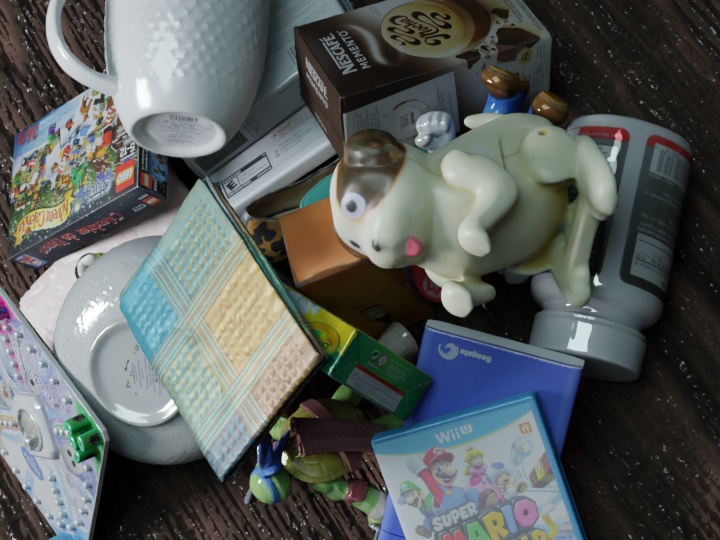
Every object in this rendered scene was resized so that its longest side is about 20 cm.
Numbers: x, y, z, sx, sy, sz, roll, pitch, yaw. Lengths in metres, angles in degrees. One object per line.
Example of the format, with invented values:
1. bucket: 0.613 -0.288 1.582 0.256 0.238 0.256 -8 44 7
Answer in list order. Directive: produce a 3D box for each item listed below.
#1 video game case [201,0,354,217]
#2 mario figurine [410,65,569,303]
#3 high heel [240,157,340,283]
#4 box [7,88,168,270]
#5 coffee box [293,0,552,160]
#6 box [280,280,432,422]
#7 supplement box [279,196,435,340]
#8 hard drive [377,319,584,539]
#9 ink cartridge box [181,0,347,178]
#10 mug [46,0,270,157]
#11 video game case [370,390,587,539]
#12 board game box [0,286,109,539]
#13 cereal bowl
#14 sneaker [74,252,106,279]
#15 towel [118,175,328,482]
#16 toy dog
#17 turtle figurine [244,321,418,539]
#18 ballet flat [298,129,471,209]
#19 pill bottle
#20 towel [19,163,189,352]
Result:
1. video game case: -0.074 -0.162 1.733 0.199 0.023 0.183 -33 52 9
2. mario figurine: 0.098 -0.065 1.557 0.123 0.105 0.202 41 110 56
3. high heel: -0.021 -0.080 1.639 0.071 0.142 0.200 40 90 28
4. box: -0.257 -0.099 1.746 0.199 0.037 0.138 -25 56 39
5. coffee box: 0.054 -0.178 1.618 0.198 0.080 0.113 -19 46 -15
6. box: -0.048 0.045 1.503 0.199 0.117 0.049 32 88 42
7. supplement box: 0.000 0.000 1.573 0.066 0.200 0.069 -21 67 13
8. hard drive: 0.096 0.152 1.516 0.130 0.025 0.202 14 108 8
9. ink cartridge box: -0.108 -0.209 1.738 0.199 0.044 0.174 -35 51 8
10. mug: -0.178 -0.202 1.630 0.198 0.148 0.177 11 65 -20
11. video game case: 0.107 0.209 1.507 0.142 0.018 0.202 -17 102 17
12. board game box: -0.297 0.142 1.663 0.026 0.201 0.200 -22 57 -32
13. cereal bowl: -0.178 0.076 1.597 0.198 0.083 0.203 3 103 14
14. sneaker: -0.180 0.047 1.665 0.199 0.076 0.076 26 84 24
15. towel: -0.113 0.045 1.469 0.147 0.022 0.201 -52 55 24
16. toy dog: 0.075 -0.060 1.433 0.198 0.140 0.195 -6 55 -17
17. turtle figurine: -0.013 0.151 1.603 0.193 0.201 0.144 -37 39 -15
18. ballet flat: 0.029 -0.074 1.628 0.067 0.073 0.200 27 54 36
19. pill bottle: 0.205 -0.017 1.547 0.113 0.114 0.202 9 77 23
20. towel: -0.203 0.024 1.740 0.200 0.032 0.191 -45 64 4
